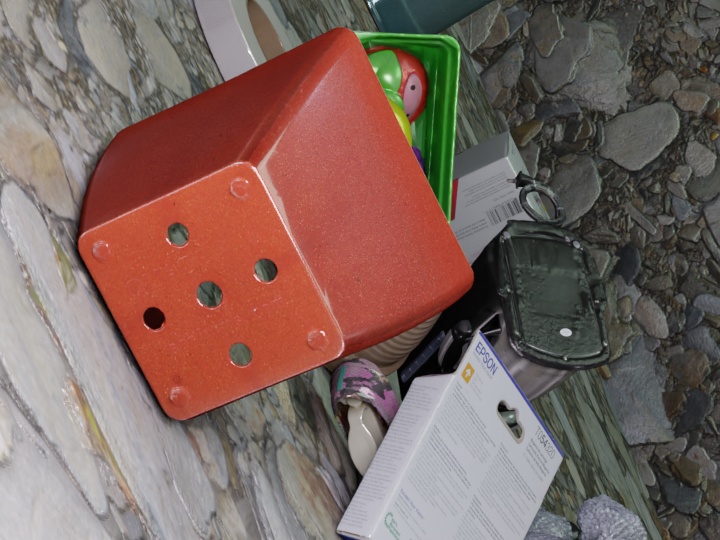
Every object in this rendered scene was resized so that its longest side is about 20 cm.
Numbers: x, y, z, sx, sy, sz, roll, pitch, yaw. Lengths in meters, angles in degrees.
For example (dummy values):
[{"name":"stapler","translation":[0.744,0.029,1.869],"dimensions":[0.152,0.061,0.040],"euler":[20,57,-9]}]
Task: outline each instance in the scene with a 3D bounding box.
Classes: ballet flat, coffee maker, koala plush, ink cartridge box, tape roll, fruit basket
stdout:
[{"name":"ballet flat","translation":[0.025,0.167,1.587],"dimensions":[0.201,0.069,0.071],"euler":[62,29,-22]},{"name":"coffee maker","translation":[0.130,0.054,1.746],"dimensions":[0.134,0.200,0.193],"euler":[27,50,-12]},{"name":"koala plush","translation":[0.149,0.272,1.747],"dimensions":[0.200,0.183,0.178],"euler":[-128,-158,-56]},{"name":"ink cartridge box","translation":[0.167,-0.047,2.438],"dimensions":[0.201,0.145,0.145],"euler":[64,11,-13]},{"name":"ink cartridge box","translation":[0.077,0.181,1.561],"dimensions":[0.201,0.043,0.197],"euler":[-61,138,-25]},{"name":"tape roll","translation":[-0.100,-0.207,1.835],"dimensions":[0.204,0.037,0.203],"euler":[61,12,-22]},{"name":"fruit basket","translation":[0.020,-0.128,1.833],"dimensions":[0.216,0.154,0.217],"euler":[-179,-90,-79]}]

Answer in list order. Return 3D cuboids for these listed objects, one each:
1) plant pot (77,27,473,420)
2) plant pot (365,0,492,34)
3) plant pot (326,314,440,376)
[{"name":"plant pot","translation":[-0.070,-0.012,1.238],"dimensions":[0.201,0.199,0.176],"euler":[63,23,-11]},{"name":"plant pot","translation":[0.108,-0.444,2.849],"dimensions":[0.201,0.195,0.201],"euler":[60,14,-25]},{"name":"plant pot","translation":[0.021,-0.008,1.676],"dimensions":[0.201,0.092,0.202],"euler":[26,59,-54]}]
